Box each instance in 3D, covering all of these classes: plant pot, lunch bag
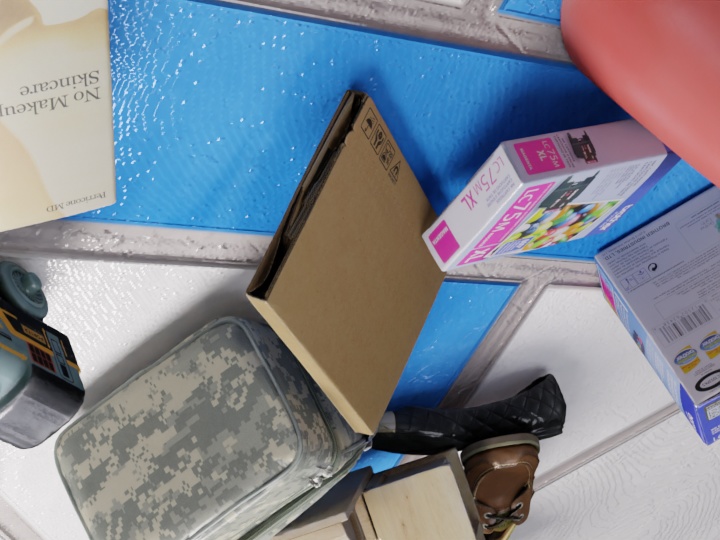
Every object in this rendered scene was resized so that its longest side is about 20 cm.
[{"bbox_3d":[0.258,-0.149,1.002,0.199,0.178,0.201,-19,142,-15],"label":"plant pot"},{"bbox_3d":[-0.098,0.138,1.136,0.200,0.140,0.168,-37,160,12],"label":"lunch bag"}]

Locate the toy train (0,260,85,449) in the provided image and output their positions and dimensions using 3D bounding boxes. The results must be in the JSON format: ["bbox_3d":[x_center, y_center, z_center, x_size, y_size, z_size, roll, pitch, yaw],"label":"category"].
[{"bbox_3d":[-0.250,0.032,0.924,0.085,0.114,0.200,-37,142,9],"label":"toy train"}]

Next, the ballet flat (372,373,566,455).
[{"bbox_3d":[0.087,0.127,1.321,0.199,0.057,0.066,-3,163,-24],"label":"ballet flat"}]

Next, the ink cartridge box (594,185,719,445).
[{"bbox_3d":[0.296,0.043,1.224,0.136,0.201,0.076,-30,143,1],"label":"ink cartridge box"}]

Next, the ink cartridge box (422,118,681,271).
[{"bbox_3d":[0.154,-0.060,1.101,0.199,0.042,0.119,-16,158,-36],"label":"ink cartridge box"}]

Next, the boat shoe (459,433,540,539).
[{"bbox_3d":[0.126,0.197,1.343,0.071,0.068,0.200,-8,159,-1],"label":"boat shoe"}]

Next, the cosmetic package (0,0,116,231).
[{"bbox_3d":[-0.192,-0.118,0.826,0.105,0.071,0.201,-16,140,-18],"label":"cosmetic package"}]

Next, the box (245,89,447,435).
[{"bbox_3d":[0.000,0.000,1.049,0.164,0.021,0.200,-65,149,-21],"label":"box"}]

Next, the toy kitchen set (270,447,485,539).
[{"bbox_3d":[0.005,0.266,1.230,0.199,0.182,0.163,-19,-179,9],"label":"toy kitchen set"}]
